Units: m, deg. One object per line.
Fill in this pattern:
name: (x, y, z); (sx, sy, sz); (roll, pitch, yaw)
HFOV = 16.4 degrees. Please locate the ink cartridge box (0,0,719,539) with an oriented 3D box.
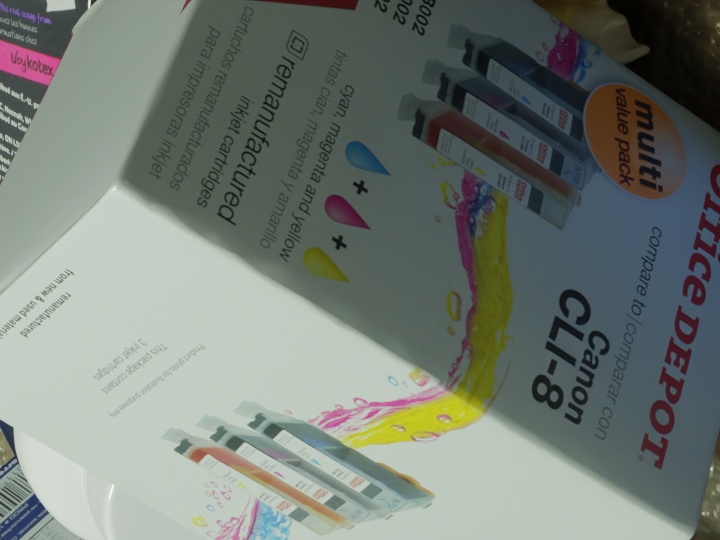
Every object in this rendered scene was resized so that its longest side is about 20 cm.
ink cartridge box: (0.000, 0.000, 0.762); (0.200, 0.146, 0.145); (32, 143, -18)

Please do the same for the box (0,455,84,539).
box: (-0.067, 0.101, 0.950); (0.200, 0.121, 0.032); (24, 149, 52)

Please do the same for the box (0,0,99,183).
box: (-0.078, -0.123, 0.889); (0.106, 0.122, 0.201); (29, 125, 41)

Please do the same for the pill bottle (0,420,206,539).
pill bottle: (-0.082, 0.035, 0.919); (0.200, 0.111, 0.111); (-131, 39, -56)

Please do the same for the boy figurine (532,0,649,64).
boy figurine: (0.048, -0.119, 0.791); (0.200, 0.064, 0.125); (-13, 97, 48)
